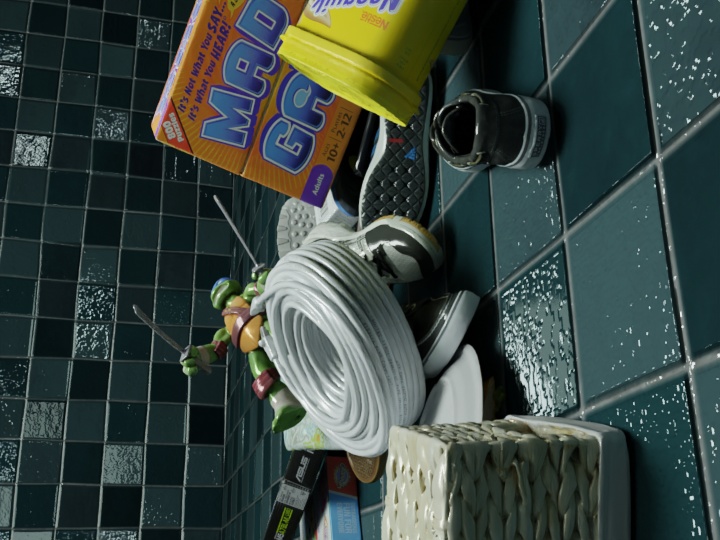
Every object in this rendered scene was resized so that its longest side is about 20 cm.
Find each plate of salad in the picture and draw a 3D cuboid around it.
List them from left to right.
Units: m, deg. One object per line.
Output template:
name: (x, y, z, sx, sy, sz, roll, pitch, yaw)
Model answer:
plate of salad: (0.077, 0.163, 0.750, 0.200, 0.047, 0.205, -168, 89, -83)

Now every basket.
basket: (0.083, 0.195, 0.575, 0.135, 0.120, 0.205, 164, 110, -74)

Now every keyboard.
keyboard: (0.032, -0.204, 1.032, 0.127, 0.020, 0.204, -46, -27, -79)

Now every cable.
cable: (-0.018, 0.073, 0.847, 0.202, 0.068, 0.200, 59, 152, 12)

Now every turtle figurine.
turtle figurine: (-0.131, 0.070, 0.988, 0.194, 0.143, 0.201, 43, 164, 27)

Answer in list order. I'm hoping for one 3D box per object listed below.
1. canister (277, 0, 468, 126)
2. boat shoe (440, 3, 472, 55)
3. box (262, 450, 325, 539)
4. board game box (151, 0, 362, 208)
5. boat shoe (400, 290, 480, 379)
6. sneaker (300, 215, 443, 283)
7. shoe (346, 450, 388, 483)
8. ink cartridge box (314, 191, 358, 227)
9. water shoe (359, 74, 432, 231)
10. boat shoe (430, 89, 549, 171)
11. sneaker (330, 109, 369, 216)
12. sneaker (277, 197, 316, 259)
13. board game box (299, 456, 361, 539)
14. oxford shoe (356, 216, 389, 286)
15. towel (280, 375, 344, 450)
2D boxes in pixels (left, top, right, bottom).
canister: (0.029, -0.249, 0.803, 0.148, 0.086, 0.203, 32, 95, 41)
boat shoe: (0.070, -0.284, 0.881, 0.203, 0.068, 0.072, -98, 17, -45)
box: (-0.074, 0.257, 1.256, 0.202, 0.046, 0.196, 109, 178, -50)
board game box: (-0.113, -0.215, 1.055, 0.204, 0.196, 0.200, -68, 18, 6)
boat shoe: (0.053, 0.061, 0.840, 0.069, 0.056, 0.200, -61, 2, -24)
sneaker: (0.000, 0.000, 0.934, 0.198, 0.076, 0.088, -4, 38, 50)
shoe: (0.018, 0.137, 1.041, 0.069, 0.053, 0.205, -14, 75, 51)
ink cartridge box: (-0.006, -0.168, 1.231, 0.174, 0.043, 0.203, -47, 35, 31)
water shoe: (0.047, -0.122, 0.980, 0.079, 0.070, 0.205, -48, -30, -76)
boat shoe: (0.089, -0.117, 0.746, 0.200, 0.055, 0.070, -152, 66, -75)
sneaker: (-0.019, -0.127, 1.116, 0.078, 0.065, 0.203, -44, 34, 35)
sneaker: (-0.064, -0.003, 1.269, 0.081, 0.075, 0.205, -34, -72, -88)
board game box: (-0.042, 0.367, 1.227, 0.202, 0.039, 0.156, 110, 159, -49)
oxford shoe: (-0.004, 0.014, 1.098, 0.071, 0.071, 0.205, 180, 94, -77)
towel: (-0.033, 0.114, 1.028, 0.198, 0.047, 0.176, -14, 74, 53)
